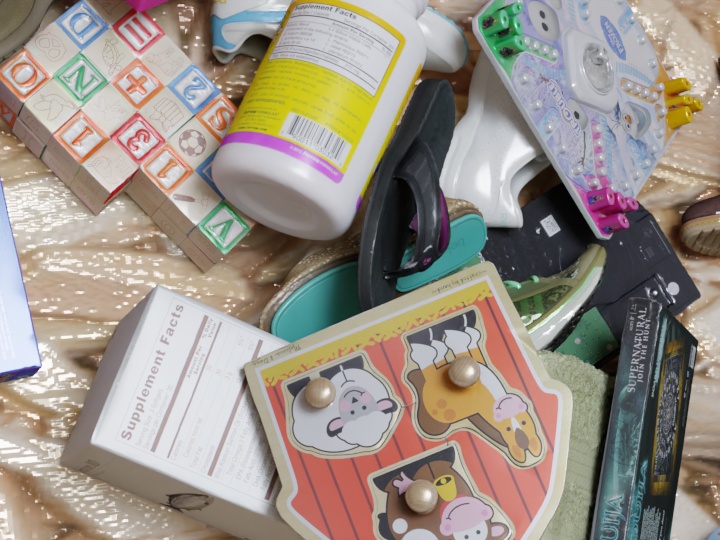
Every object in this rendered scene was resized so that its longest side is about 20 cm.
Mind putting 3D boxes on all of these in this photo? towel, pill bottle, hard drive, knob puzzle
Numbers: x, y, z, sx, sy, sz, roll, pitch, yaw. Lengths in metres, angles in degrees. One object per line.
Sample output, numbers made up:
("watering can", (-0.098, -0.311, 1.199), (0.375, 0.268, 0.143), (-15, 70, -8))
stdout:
("towel", (0.155, 0.137, 1.106), (0.200, 0.036, 0.149), (26, 70, -57))
("pill bottle", (-0.019, -0.129, 1.064), (0.104, 0.104, 0.200), (29, 69, -12))
("hard drive", (0.154, 0.013, 1.197), (0.200, 0.038, 0.140), (-32, 90, -25))
("knob puzzle", (0.040, 0.112, 0.951), (0.219, 0.030, 0.220), (-1, 72, 4))

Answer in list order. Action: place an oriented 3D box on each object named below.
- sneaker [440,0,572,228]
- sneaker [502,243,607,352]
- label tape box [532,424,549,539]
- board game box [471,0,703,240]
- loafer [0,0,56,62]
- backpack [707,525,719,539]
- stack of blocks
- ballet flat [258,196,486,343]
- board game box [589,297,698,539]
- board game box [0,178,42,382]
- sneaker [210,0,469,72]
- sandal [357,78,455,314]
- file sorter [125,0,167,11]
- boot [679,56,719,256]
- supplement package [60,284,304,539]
("sneaker", (0.126, -0.123, 1.186), (0.088, 0.075, 0.200), (17, 78, 19))
("sneaker", (0.104, 0.030, 1.122), (0.089, 0.077, 0.200), (43, 61, 12))
("label tape box", (0.051, 0.179, 1.029), (0.066, 0.200, 0.144), (13, 73, -15))
("board game box", (0.184, -0.157, 1.194), (0.200, 0.026, 0.200), (57, 44, -18))
("loafer", (-0.250, -0.187, 1.045), (0.067, 0.076, 0.200), (48, 35, -20))
("backpack", (0.326, 0.285, 1.145), (0.182, 0.135, 0.200), (31, 66, -12))
("stack of blocks", (-0.154, -0.094, 1.095), (0.200, 0.059, 0.115), (46, 67, -5))
("ballet flat", (0.000, 0.000, 1.107), (0.200, 0.065, 0.071), (-25, 125, -28))
("board game box", (0.211, 0.132, 1.137), (0.028, 0.135, 0.200), (5, 77, 26))
("board game box", (-0.302, -0.015, 1.028), (0.134, 0.045, 0.200), (-11, 81, -22))
("sneaker", (-0.016, -0.175, 1.164), (0.200, 0.077, 0.081), (12, 80, -10))
("sandal", (0.042, -0.053, 1.052), (0.048, 0.075, 0.201), (6, 56, 21))
("file sorter", (-0.159, -0.303, 1.055), (0.200, 0.126, 0.139), (41, 42, 13))
("boot", (0.329, -0.105, 1.288), (0.200, 0.072, 0.167), (-12, 70, -21))
("supplement package", (-0.083, 0.110, 1.041), (0.200, 0.117, 0.117), (25, 70, -13))
